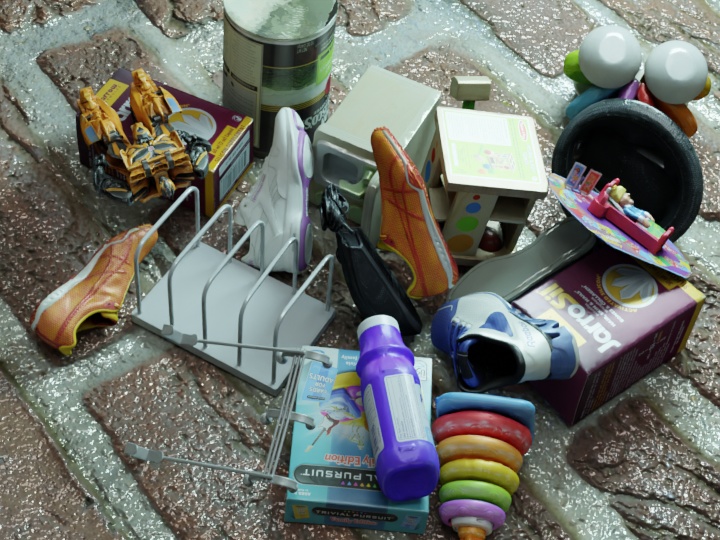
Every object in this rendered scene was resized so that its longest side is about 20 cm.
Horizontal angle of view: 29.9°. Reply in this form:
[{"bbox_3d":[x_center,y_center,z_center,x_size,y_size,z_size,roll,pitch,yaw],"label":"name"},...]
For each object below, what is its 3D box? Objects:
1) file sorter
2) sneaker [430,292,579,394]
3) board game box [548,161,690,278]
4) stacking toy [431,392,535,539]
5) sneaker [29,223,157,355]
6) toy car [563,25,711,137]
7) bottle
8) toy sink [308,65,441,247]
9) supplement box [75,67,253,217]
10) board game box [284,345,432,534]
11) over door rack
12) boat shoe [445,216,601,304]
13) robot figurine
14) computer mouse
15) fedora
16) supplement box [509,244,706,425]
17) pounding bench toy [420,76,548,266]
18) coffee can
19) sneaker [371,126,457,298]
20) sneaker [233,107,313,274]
[{"bbox_3d":[-0.143,0.017,1.538,0.199,0.125,0.139,26,52,15],"label":"file sorter"},{"bbox_3d":[0.131,0.079,1.476,0.114,0.082,0.199,-10,16,-37],"label":"sneaker"},{"bbox_3d":[0.312,-0.066,1.569,0.199,0.039,0.158,20,26,-30],"label":"board game box"},{"bbox_3d":[0.121,0.235,1.410,0.108,0.116,0.202,4,63,9],"label":"stacking toy"},{"bbox_3d":[-0.297,0.022,1.565,0.077,0.073,0.200,41,57,-1],"label":"sneaker"},{"bbox_3d":[0.363,-0.230,1.810,0.198,0.175,0.152,14,85,5],"label":"toy car"},{"bbox_3d":[0.035,0.139,1.417,0.065,0.084,0.201,-9,50,-4],"label":"bottle"},{"bbox_3d":[0.006,-0.137,1.685,0.111,0.131,0.201,23,51,13],"label":"toy sink"},{"bbox_3d":[-0.246,-0.163,1.706,0.198,0.086,0.111,22,51,13],"label":"supplement box"},{"bbox_3d":[0.001,0.180,1.464,0.149,0.047,0.201,5,49,-2],"label":"board game box"},{"bbox_3d":[-0.134,0.145,1.427,0.198,0.067,0.149,8,73,24],"label":"over door rack"},{"bbox_3d":[0.196,0.007,1.608,0.199,0.062,0.075,-33,49,2],"label":"boat shoe"},{"bbox_3d":[-0.261,-0.155,1.589,0.144,0.059,0.200,-23,46,-14],"label":"robot figurine"},{"bbox_3d":[0.000,0.000,1.566,0.052,0.201,0.139,-33,10,7],"label":"computer mouse"},{"bbox_3d":[0.345,-0.122,1.718,0.199,0.202,0.091,27,19,16],"label":"fedora"},{"bbox_3d":[0.277,0.063,1.561,0.199,0.104,0.131,-30,59,-27],"label":"supplement box"},{"bbox_3d":[0.136,-0.122,1.664,0.123,0.157,0.202,4,50,-12],"label":"pounding bench toy"},{"bbox_3d":[-0.107,-0.265,1.735,0.145,0.201,0.147,3,49,-4],"label":"coffee can"},{"bbox_3d":[0.046,-0.065,1.536,0.076,0.073,0.202,-20,88,7],"label":"sneaker"},{"bbox_3d":[-0.107,-0.097,1.628,0.098,0.075,0.203,0,83,13],"label":"sneaker"}]
